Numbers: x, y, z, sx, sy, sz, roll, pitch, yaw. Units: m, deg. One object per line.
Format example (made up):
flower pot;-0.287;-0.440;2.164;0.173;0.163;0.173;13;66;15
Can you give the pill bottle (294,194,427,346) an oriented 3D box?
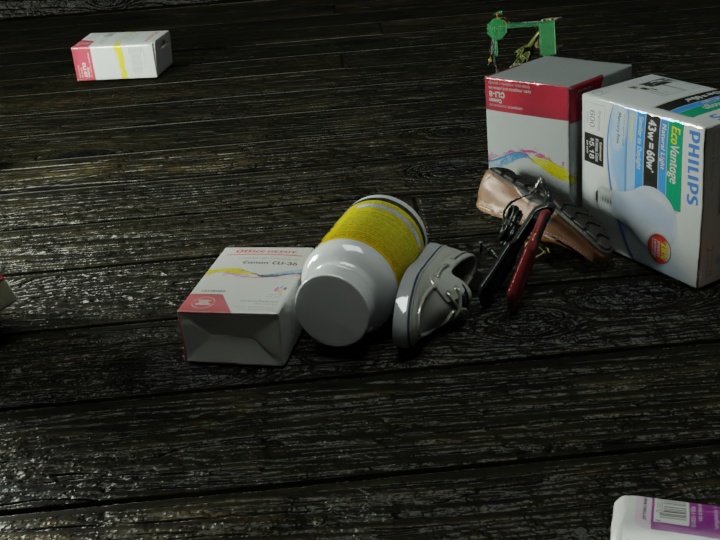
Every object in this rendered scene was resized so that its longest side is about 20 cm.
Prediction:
pill bottle;0.000;0.000;1.093;0.111;0.114;0.200;4;26;18

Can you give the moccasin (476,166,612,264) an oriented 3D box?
moccasin;0.228;-0.059;1.230;0.200;0.078;0.073;32;24;28

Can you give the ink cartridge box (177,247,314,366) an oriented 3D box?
ink cartridge box;-0.117;0.027;1.106;0.115;0.068;0.200;1;26;12

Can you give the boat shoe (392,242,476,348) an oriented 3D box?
boat shoe;0.088;0.027;1.080;0.069;0.072;0.200;7;24;17

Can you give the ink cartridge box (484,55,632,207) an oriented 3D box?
ink cartridge box;0.268;-0.171;1.312;0.144;0.202;0.144;-24;29;-38

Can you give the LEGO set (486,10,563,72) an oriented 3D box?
LEGO set;0.307;-0.380;1.768;0.152;0.202;0.116;-9;14;22

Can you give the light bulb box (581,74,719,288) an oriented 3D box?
light bulb box;0.379;-0.114;1.173;0.124;0.201;0.200;-19;27;-24

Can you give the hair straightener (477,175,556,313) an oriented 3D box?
hair straightener;0.176;-0.039;1.151;0.076;0.041;0.201;8;55;28

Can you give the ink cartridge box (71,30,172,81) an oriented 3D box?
ink cartridge box;-0.559;-0.509;2.293;0.197;0.084;0.146;-1;26;6

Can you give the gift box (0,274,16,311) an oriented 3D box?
gift box;-0.525;0.005;1.094;0.199;0.188;0.184;-34;35;-14

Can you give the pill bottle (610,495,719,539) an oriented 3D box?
pill bottle;0.257;0.210;0.611;0.197;0.114;0.112;4;26;18
